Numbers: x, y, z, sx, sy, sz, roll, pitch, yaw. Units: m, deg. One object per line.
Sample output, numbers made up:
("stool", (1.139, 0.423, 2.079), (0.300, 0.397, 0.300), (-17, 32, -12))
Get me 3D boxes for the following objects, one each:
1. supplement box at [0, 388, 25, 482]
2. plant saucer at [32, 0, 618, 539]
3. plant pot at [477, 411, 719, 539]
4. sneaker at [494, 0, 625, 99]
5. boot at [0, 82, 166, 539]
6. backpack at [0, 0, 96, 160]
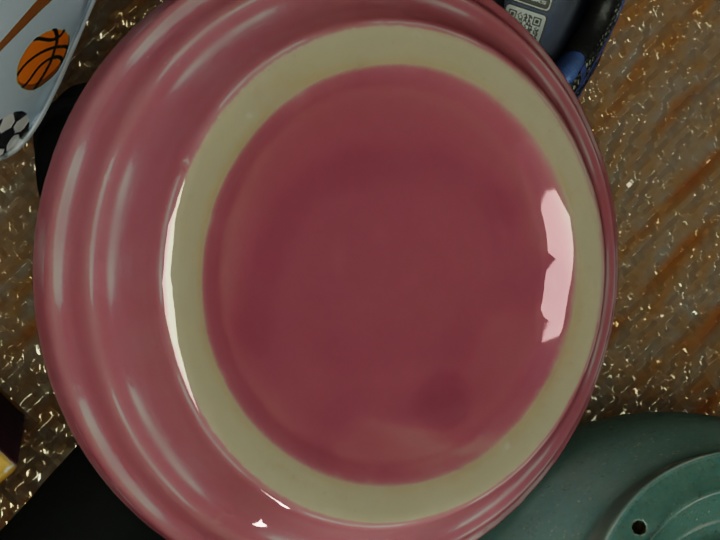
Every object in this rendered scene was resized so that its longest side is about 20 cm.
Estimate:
("supplement box", (-0.223, 0.086, 0.807), (0.200, 0.086, 0.110), (-43, 101, 2))
("plant saucer", (0.000, 0.000, 0.732), (0.199, 0.051, 0.203), (-1, 93, -26))
("plant pot", (0.113, 0.133, 0.787), (0.198, 0.134, 0.202), (4, 69, -11))
("sneaker", (0.076, -0.139, 0.809), (0.075, 0.078, 0.202), (7, 98, -8))
("boot", (-0.081, 0.061, 0.769), (0.073, 0.163, 0.199), (-4, 123, 34))
("backpack", (-0.157, -0.132, 0.702), (0.153, 0.199, 0.192), (27, 101, 33))
